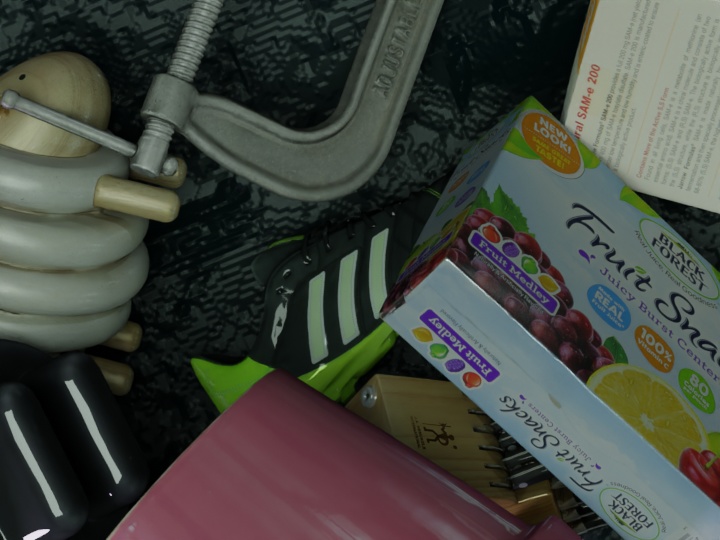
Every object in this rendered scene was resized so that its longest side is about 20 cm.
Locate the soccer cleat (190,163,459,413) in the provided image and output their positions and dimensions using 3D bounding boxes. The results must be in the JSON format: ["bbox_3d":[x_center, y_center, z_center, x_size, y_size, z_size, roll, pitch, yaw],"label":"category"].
[{"bbox_3d":[0.000,0.000,1.358,0.081,0.068,0.200,45,101,10],"label":"soccer cleat"}]

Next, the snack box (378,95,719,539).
[{"bbox_3d":[0.114,0.036,1.262,0.200,0.142,0.053,42,125,-10],"label":"snack box"}]

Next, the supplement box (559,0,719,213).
[{"bbox_3d":[0.196,-0.086,1.291,0.199,0.074,0.126,16,137,2],"label":"supplement box"}]

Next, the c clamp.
[{"bbox_3d":[-0.044,-0.121,1.311,0.170,0.027,0.201,30,75,-15],"label":"c clamp"}]

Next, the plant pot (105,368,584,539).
[{"bbox_3d":[-0.013,0.148,1.211,0.179,0.200,0.200,43,101,5],"label":"plant pot"}]

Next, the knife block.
[{"bbox_3d":[0.061,0.108,1.363,0.175,0.064,0.200,9,140,-32],"label":"knife block"}]

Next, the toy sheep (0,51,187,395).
[{"bbox_3d":[-0.158,-0.008,1.339,0.137,0.138,0.201,17,108,2],"label":"toy sheep"}]

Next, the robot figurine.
[{"bbox_3d":[-0.185,0.103,1.285,0.150,0.125,0.200,24,144,-35],"label":"robot figurine"}]
